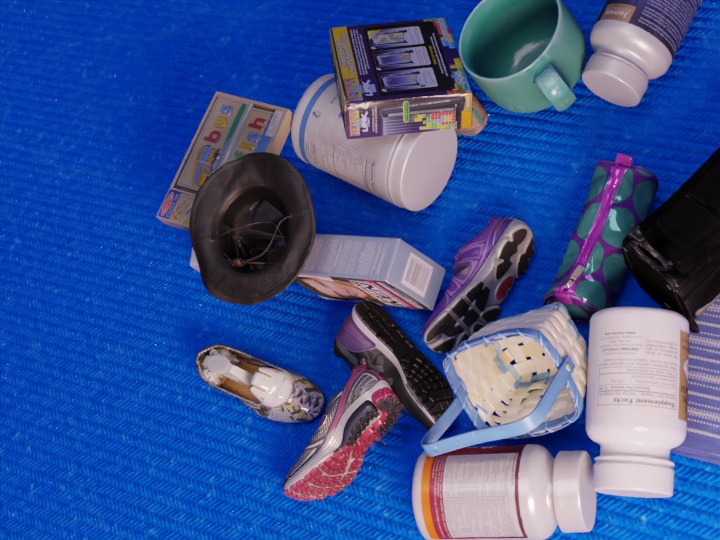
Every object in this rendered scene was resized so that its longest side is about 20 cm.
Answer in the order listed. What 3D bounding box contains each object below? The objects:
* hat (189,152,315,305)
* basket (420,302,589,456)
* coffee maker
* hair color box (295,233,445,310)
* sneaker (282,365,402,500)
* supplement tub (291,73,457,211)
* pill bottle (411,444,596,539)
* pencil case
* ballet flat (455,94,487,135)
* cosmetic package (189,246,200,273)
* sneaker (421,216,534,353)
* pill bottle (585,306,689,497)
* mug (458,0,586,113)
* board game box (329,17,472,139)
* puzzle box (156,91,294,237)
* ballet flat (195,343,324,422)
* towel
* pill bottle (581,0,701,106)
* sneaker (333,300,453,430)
[{"bbox_3d":[-0.124,-0.048,1.705,0.198,0.081,0.203,-7,74,27],"label":"hat"},{"bbox_3d":[0.175,0.135,1.525,0.175,0.140,0.200,-19,15,45],"label":"basket"},{"bbox_3d":[0.409,-0.051,1.505,0.200,0.192,0.135,-44,77,-2],"label":"coffee maker"},{"bbox_3d":[0.000,0.000,1.700,0.199,0.099,0.061,5,70,45],"label":"hair color box"},{"bbox_3d":[-0.028,0.210,1.656,0.200,0.080,0.075,-50,48,15],"label":"sneaker"},{"bbox_3d":[0.017,-0.175,1.782,0.199,0.132,0.133,26,80,31],"label":"supplement tub"},{"bbox_3d":[0.168,0.259,1.538,0.198,0.110,0.111,-6,66,22],"label":"pill bottle"},{"bbox_3d":[0.295,-0.035,1.618,0.084,0.092,0.202,15,74,29],"label":"pencil case"},{"bbox_3d":[0.088,-0.248,1.817,0.199,0.067,0.069,24,77,31],"label":"ballet flat"},{"bbox_3d":[-0.172,-0.082,1.844,0.070,0.101,0.202,-3,66,24],"label":"cosmetic package"},{"bbox_3d":[0.143,0.018,1.688,0.201,0.081,0.083,-52,41,-11],"label":"sneaker"},{"bbox_3d":[0.312,0.150,1.493,0.113,0.114,0.203,-1,75,24],"label":"pill bottle"},{"bbox_3d":[0.218,-0.271,1.730,0.151,0.114,0.187,-11,59,31],"label":"mug"},{"bbox_3d":[0.050,-0.253,1.729,0.163,0.057,0.201,-6,39,-3],"label":"board game box"},{"bbox_3d":[-0.183,-0.141,1.800,0.132,0.025,0.202,16,76,30],"label":"puzzle box"},{"bbox_3d":[-0.142,0.148,1.750,0.199,0.072,0.073,19,77,29],"label":"ballet flat"},{"bbox_3d":[0.422,0.126,1.536,0.143,0.024,0.202,11,72,30],"label":"towel"},{"bbox_3d":[0.363,-0.318,1.697,0.110,0.111,0.202,22,78,30],"label":"pill bottle"},{"bbox_3d":[0.041,0.140,1.684,0.201,0.075,0.088,52,122,25],"label":"sneaker"}]
